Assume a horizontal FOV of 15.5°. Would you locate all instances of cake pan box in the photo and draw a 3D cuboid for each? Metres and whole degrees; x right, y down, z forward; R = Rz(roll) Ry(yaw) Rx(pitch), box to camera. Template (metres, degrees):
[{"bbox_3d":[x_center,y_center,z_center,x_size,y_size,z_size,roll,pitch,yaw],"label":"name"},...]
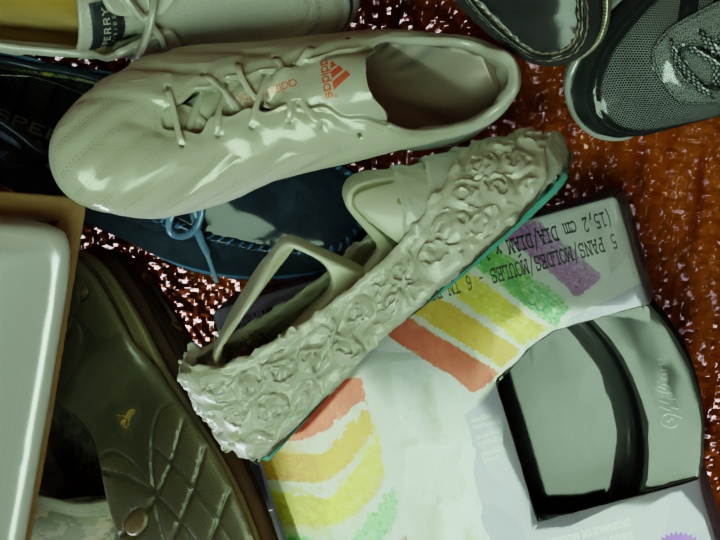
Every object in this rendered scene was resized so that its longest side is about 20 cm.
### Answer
[{"bbox_3d":[0.055,0.075,1.180,0.200,0.052,0.184,-15,96,11],"label":"cake pan box"}]

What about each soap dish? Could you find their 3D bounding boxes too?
[{"bbox_3d":[-0.210,0.051,1.107,0.157,0.081,0.200,3,111,-23],"label":"soap dish"}]

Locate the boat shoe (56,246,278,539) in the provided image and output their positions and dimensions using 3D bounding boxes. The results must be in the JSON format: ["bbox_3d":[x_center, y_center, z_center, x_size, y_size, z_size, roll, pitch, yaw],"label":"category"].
[{"bbox_3d":[-0.081,0.075,1.196,0.072,0.068,0.200,-37,76,34],"label":"boat shoe"}]

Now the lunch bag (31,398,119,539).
[{"bbox_3d":[-0.213,0.114,1.265,0.200,0.118,0.164,27,122,-2],"label":"lunch bag"}]

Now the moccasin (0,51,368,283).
[{"bbox_3d":[-0.092,-0.044,1.153,0.200,0.081,0.068,12,163,1],"label":"moccasin"}]

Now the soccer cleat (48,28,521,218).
[{"bbox_3d":[-0.030,-0.068,1.093,0.200,0.078,0.069,-12,88,-19],"label":"soccer cleat"}]

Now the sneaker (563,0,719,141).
[{"bbox_3d":[0.166,-0.092,1.064,0.200,0.114,0.075,-26,115,24],"label":"sneaker"}]

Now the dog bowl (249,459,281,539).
[{"bbox_3d":[-0.020,0.156,1.292,0.200,0.059,0.200,5,123,7],"label":"dog bowl"}]

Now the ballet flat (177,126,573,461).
[{"bbox_3d":[0.000,0.000,1.116,0.200,0.072,0.072,-44,108,10],"label":"ballet flat"}]

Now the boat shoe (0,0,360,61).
[{"bbox_3d":[-0.101,-0.115,1.124,0.200,0.070,0.071,7,123,6],"label":"boat shoe"}]

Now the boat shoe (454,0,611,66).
[{"bbox_3d":[0.033,-0.160,1.063,0.073,0.063,0.200,-24,108,25],"label":"boat shoe"}]
